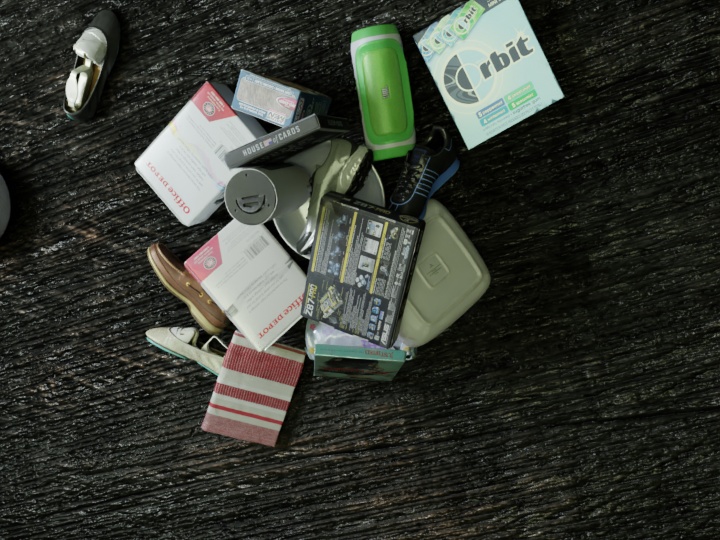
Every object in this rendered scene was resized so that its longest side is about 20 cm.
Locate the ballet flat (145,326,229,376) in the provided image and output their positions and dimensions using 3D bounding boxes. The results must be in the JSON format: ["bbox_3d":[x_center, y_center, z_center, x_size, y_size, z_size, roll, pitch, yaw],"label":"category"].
[{"bbox_3d":[-0.296,0.140,1.324,0.197,0.067,0.063,27,95,-4],"label":"ballet flat"}]

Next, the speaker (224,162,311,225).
[{"bbox_3d":[-0.137,-0.120,1.095,0.079,0.200,0.083,2,102,11],"label":"speaker"}]

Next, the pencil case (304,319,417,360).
[{"bbox_3d":[0.004,0.112,1.237,0.196,0.083,0.093,-2,68,13],"label":"pencil case"}]

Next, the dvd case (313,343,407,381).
[{"bbox_3d":[-0.007,0.155,1.184,0.143,0.200,0.022,5,73,-3],"label":"dvd case"}]

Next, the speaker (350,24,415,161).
[{"bbox_3d":[0.038,-0.284,1.156,0.087,0.088,0.204,-8,99,13],"label":"speaker"}]

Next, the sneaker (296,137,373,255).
[{"bbox_3d":[-0.054,-0.118,1.152,0.079,0.074,0.203,30,99,14],"label":"sneaker"}]

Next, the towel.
[{"bbox_3d":[-0.193,0.216,1.306,0.142,0.023,0.203,17,104,-17],"label":"towel"}]

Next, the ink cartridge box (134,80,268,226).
[{"bbox_3d":[-0.267,-0.199,1.237,0.200,0.083,0.146,-42,91,16],"label":"ink cartridge box"}]

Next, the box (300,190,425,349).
[{"bbox_3d":[0.000,0.000,1.090,0.158,0.049,0.204,17,113,13],"label":"box"}]

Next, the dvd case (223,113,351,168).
[{"bbox_3d":[-0.103,-0.193,1.075,0.148,0.200,0.025,-21,95,15],"label":"dvd case"}]

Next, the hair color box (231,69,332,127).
[{"bbox_3d":[-0.118,-0.265,1.132,0.098,0.200,0.062,21,104,7],"label":"hair color box"}]

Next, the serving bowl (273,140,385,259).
[{"bbox_3d":[-0.049,-0.118,1.215,0.196,0.066,0.205,2,102,12],"label":"serving bowl"}]

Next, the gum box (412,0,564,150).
[{"bbox_3d":[0.202,-0.322,1.134,0.168,0.045,0.203,-27,95,16],"label":"gum box"}]

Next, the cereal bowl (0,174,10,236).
[{"bbox_3d":[-0.743,-0.132,1.352,0.196,0.083,0.204,2,102,12],"label":"cereal bowl"}]

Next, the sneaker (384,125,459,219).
[{"bbox_3d":[0.084,-0.142,1.127,0.069,0.201,0.078,15,148,38],"label":"sneaker"}]

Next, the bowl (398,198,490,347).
[{"bbox_3d":[0.105,0.001,1.154,0.199,0.075,0.201,-38,96,-12],"label":"bowl"}]

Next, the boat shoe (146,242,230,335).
[{"bbox_3d":[-0.301,0.023,1.298,0.067,0.072,0.201,-39,97,11],"label":"boat shoe"}]

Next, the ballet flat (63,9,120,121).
[{"bbox_3d":[-0.474,-0.358,1.259,0.067,0.068,0.203,22,104,7],"label":"ballet flat"}]

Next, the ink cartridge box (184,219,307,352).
[{"bbox_3d":[-0.183,0.020,1.235,0.146,0.083,0.201,-41,91,-11],"label":"ink cartridge box"}]
